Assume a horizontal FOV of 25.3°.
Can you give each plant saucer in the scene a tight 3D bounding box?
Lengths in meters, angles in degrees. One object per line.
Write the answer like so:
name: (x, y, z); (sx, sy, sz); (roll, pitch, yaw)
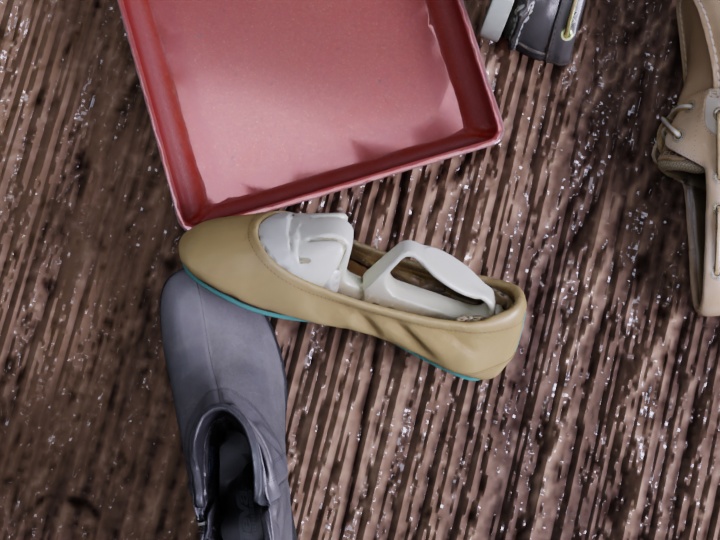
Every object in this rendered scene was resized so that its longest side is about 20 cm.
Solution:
plant saucer: (-0.036, -0.139, 0.963); (0.198, 0.037, 0.201); (-16, 80, -3)

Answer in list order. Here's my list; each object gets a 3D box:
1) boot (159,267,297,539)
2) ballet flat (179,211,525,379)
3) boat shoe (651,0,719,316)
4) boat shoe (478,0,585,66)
boot: (-0.070, 0.082, 0.870); (0.069, 0.132, 0.201); (-16, 79, -2)
ballet flat: (0.000, 0.000, 0.897); (0.199, 0.063, 0.069); (19, 39, -12)
boat shoe: (0.205, -0.074, 0.931); (0.064, 0.071, 0.201); (-9, 80, -2)
boat shoe: (0.137, -0.221, 0.964); (0.060, 0.072, 0.202); (25, 87, 1)
